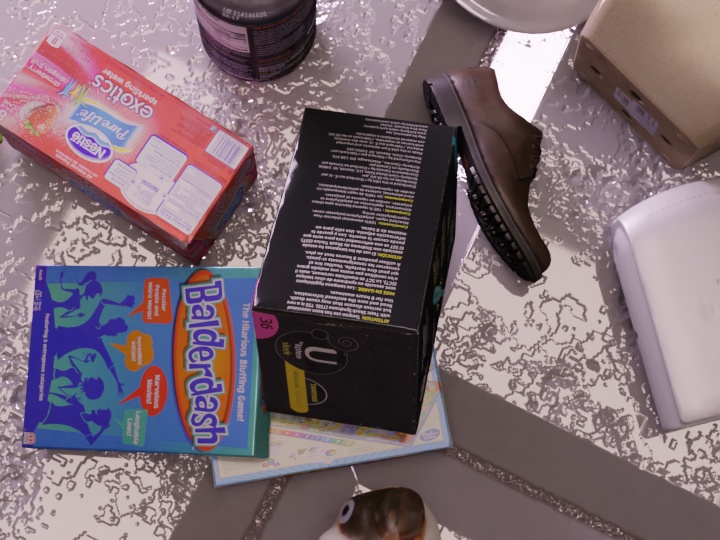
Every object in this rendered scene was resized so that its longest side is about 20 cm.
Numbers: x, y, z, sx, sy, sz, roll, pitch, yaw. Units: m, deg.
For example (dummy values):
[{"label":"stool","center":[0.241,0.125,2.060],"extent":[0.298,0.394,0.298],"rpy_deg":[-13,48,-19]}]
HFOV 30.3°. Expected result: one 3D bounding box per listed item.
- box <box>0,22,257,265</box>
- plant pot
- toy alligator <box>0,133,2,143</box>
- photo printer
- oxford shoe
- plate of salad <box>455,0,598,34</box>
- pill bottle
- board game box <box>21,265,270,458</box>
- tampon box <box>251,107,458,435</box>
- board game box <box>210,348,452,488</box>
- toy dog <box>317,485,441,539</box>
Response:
[{"label":"box","center":[-0.196,-0.103,1.119],"extent":[0.200,0.095,0.103],"rpy_deg":[32,79,4]},{"label":"plant pot","center":[0.289,-0.199,1.116],"extent":[0.177,0.200,0.200],"rpy_deg":[-43,83,2]},{"label":"toy alligator","center":[-0.408,-0.101,1.130],"extent":[0.199,0.054,0.060],"rpy_deg":[-11,79,-4]},{"label":"photo printer","center":[0.309,0.022,1.127],"extent":[0.166,0.069,0.201],"rpy_deg":[-12,80,-5]},{"label":"oxford shoe","center":[0.128,-0.088,1.141],"extent":[0.084,0.073,0.201],"rpy_deg":[-20,80,-8]},{"label":"plate of salad","center":[0.147,-0.307,1.197],"extent":[0.199,0.048,0.201],"rpy_deg":[1,83,-11]},{"label":"pill bottle","center":[-0.088,-0.236,1.095],"extent":[0.106,0.200,0.107],"rpy_deg":[0,79,-3]},{"label":"board game box","center":[-0.171,0.073,1.085],"extent":[0.199,0.045,0.153],"rpy_deg":[0,81,12]},{"label":"tampon box","center":[0.000,0.000,1.040],"extent":[0.126,0.150,0.200],"rpy_deg":[8,54,8]},{"label":"board game box","center":[-0.033,0.100,1.116],"extent":[0.199,0.034,0.135],"rpy_deg":[-9,79,-4]},{"label":"toy dog","center":[0.040,0.266,1.036],"extent":[0.193,0.140,0.200],"rpy_deg":[-26,79,-7]}]
